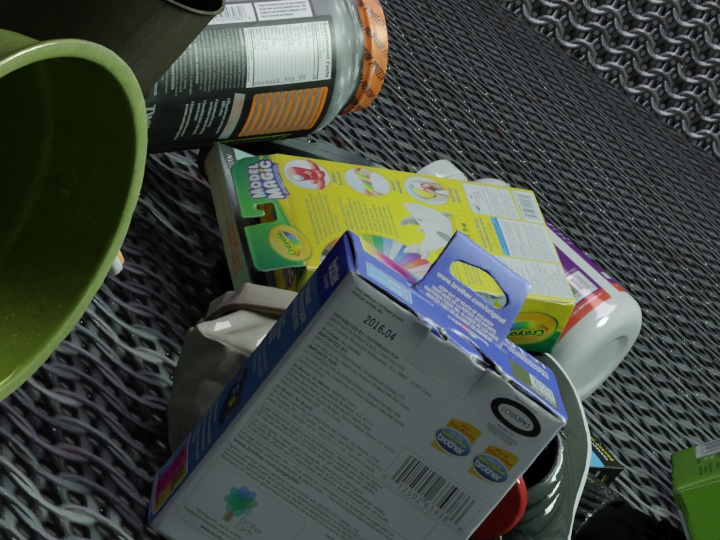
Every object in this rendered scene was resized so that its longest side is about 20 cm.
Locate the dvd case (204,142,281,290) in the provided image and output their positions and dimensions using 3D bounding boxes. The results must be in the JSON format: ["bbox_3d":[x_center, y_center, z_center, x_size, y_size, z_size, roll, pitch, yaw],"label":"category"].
[{"bbox_3d":[0.000,0.000,1.599,0.200,0.022,0.146,20,32,-26],"label":"dvd case"}]

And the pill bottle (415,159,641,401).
[{"bbox_3d":[0.110,0.008,1.930,0.200,0.112,0.112,44,15,21],"label":"pill bottle"}]

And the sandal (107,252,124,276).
[{"bbox_3d":[-0.179,-0.080,1.540,0.207,0.059,0.079,53,-12,31],"label":"sandal"}]

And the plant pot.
[{"bbox_3d":[-0.234,-0.054,1.161,0.190,0.200,0.200,30,9,25],"label":"plant pot"}]

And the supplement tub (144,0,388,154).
[{"bbox_3d":[-0.090,-0.140,1.630,0.200,0.123,0.123,-8,40,-32],"label":"supplement tub"}]

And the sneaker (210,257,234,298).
[{"bbox_3d":[-0.058,-0.001,1.619,0.115,0.076,0.200,23,21,-40],"label":"sneaker"}]

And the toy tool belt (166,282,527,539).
[{"bbox_3d":[-0.006,0.079,1.373,0.200,0.125,0.123,20,11,-2],"label":"toy tool belt"}]

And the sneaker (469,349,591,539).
[{"bbox_3d":[0.096,0.093,1.459,0.071,0.099,0.200,2,42,7],"label":"sneaker"}]

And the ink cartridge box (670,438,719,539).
[{"bbox_3d":[0.252,0.203,1.529,0.148,0.076,0.200,-35,106,-82],"label":"ink cartridge box"}]

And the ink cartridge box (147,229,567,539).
[{"bbox_3d":[0.008,0.077,1.262,0.136,0.200,0.076,35,14,-14],"label":"ink cartridge box"}]

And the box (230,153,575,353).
[{"bbox_3d":[0.020,-0.011,1.532,0.200,0.048,0.117,10,36,-20],"label":"box"}]

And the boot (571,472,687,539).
[{"bbox_3d":[0.117,0.166,1.509,0.158,0.079,0.211,37,13,-4],"label":"boot"}]

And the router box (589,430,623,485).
[{"bbox_3d":[0.070,0.080,1.718,0.200,0.051,0.149,46,17,25],"label":"router box"}]

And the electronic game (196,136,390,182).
[{"bbox_3d":[-0.020,-0.044,1.760,0.200,0.042,0.200,20,-14,5],"label":"electronic game"}]

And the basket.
[{"bbox_3d":[-0.186,-0.107,1.355,0.136,0.200,0.180,36,15,-14],"label":"basket"}]
